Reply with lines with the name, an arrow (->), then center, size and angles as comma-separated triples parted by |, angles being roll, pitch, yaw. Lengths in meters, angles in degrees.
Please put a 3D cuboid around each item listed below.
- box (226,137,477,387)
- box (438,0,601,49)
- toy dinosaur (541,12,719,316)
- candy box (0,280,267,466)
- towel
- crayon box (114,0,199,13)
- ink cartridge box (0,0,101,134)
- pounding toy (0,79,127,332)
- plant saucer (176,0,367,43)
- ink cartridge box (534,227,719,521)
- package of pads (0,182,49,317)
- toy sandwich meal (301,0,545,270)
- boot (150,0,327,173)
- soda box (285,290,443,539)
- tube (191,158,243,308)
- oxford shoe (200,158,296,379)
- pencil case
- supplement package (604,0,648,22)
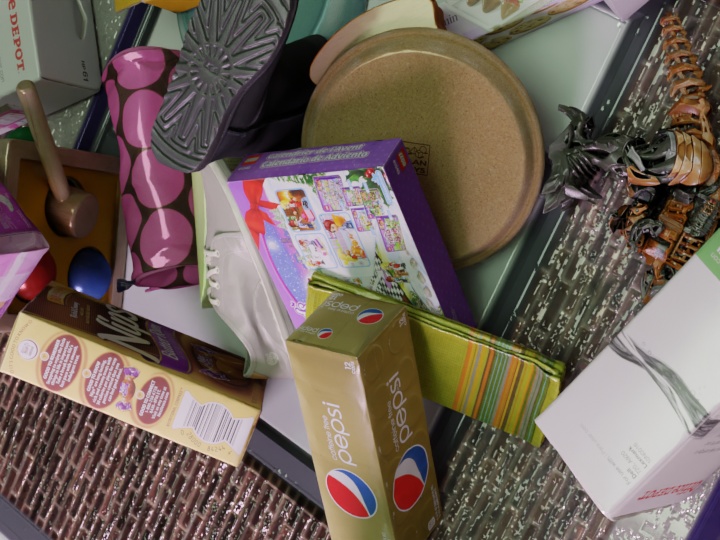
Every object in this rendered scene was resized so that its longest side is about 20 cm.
box -> 0.000, 0.000, 1.062 | 0.136, 0.039, 0.201 | -3, 126, 31
box -> 0.090, -0.189, 1.083 | 0.199, 0.041, 0.039 | -20, 77, 29
toy dinosaur -> 0.203, -0.068, 0.994 | 0.134, 0.102, 0.202 | 6, 72, 17
candy box -> -0.174, 0.079, 1.136 | 0.198, 0.117, 0.057 | 21, 101, -5
towel -> 0.049, 0.067, 1.051 | 0.198, 0.018, 0.087 | 20, 134, 13
crayon box -> -0.122, -0.295, 1.184 | 0.198, 0.051, 0.128 | -12, 81, 30
ink cartridge box -> -0.347, -0.209, 1.332 | 0.199, 0.084, 0.146 | -17, 79, 29
pounding toy -> -0.278, -0.049, 1.221 | 0.141, 0.184, 0.202 | 5, 90, 32
plant saucer -> -0.083, -0.238, 1.202 | 0.199, 0.027, 0.202 | -2, 87, 33
ink cartridge box -> 0.226, 0.060, 0.922 | 0.200, 0.146, 0.085 | -48, 64, 20
package of pads -> -0.342, 0.010, 1.132 | 0.121, 0.075, 0.200 | 48, 118, 17
toy sandwich meal -> 0.044, -0.098, 1.071 | 0.203, 0.070, 0.207 | 5, 111, 14
boot -> -0.063, -0.155, 1.067 | 0.066, 0.200, 0.165 | 40, 112, 13
soda box -> 0.005, 0.118, 1.045 | 0.064, 0.068, 0.202 | 11, 128, 32
tube -> -0.114, -0.071, 1.173 | 0.057, 0.052, 0.202 | -6, 89, -11
oxford shoe -> -0.097, -0.003, 1.119 | 0.057, 0.075, 0.202 | -19, 99, -3
pencil case -> -0.173, -0.084, 1.220 | 0.094, 0.090, 0.202 | 150, 114, -66
supplement package -> 0.202, -0.288, 0.930 | 0.199, 0.156, 0.111 | -38, 67, 11
